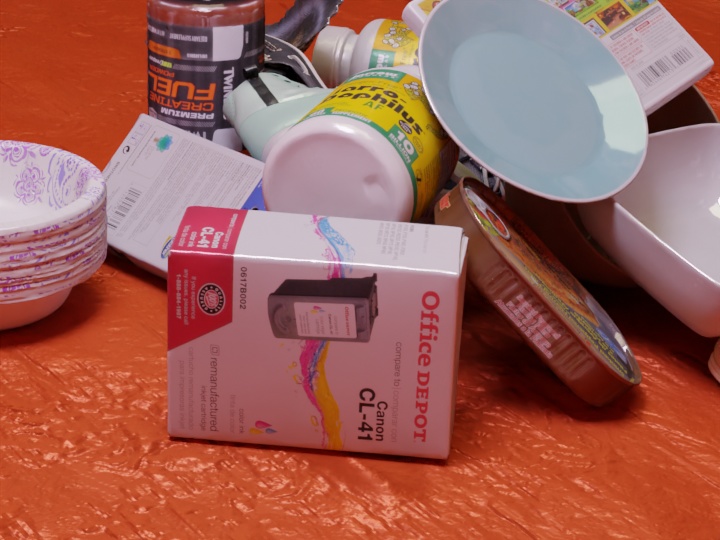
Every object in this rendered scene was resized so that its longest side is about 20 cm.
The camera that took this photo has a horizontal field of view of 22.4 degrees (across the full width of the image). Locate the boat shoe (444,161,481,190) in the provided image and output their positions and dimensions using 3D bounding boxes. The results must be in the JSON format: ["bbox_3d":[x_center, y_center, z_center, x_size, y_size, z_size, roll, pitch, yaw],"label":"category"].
[{"bbox_3d":[0.063,-0.065,1.566,0.199,0.066,0.075,34,16,-43],"label":"boat shoe"}]

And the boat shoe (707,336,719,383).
[{"bbox_3d":[0.340,0.075,1.326,0.073,0.070,0.200,-17,29,-37],"label":"boat shoe"}]

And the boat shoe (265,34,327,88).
[{"bbox_3d":[-0.076,-0.166,1.682,0.200,0.074,0.060,49,12,33],"label":"boat shoe"}]

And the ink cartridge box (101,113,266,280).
[{"bbox_3d":[-0.144,-0.050,1.514,0.199,0.042,0.120,22,74,41],"label":"ink cartridge box"}]

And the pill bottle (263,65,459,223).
[{"bbox_3d":[0.011,-0.088,1.375,0.112,0.113,0.200,10,24,16],"label":"pill bottle"}]

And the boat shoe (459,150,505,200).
[{"bbox_3d":[0.124,-0.089,1.675,0.092,0.075,0.200,6,21,27],"label":"boat shoe"}]

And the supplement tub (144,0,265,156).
[{"bbox_3d":[-0.138,-0.152,1.629,0.106,0.201,0.107,1,21,0],"label":"supplement tub"}]

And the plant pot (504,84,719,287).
[{"bbox_3d":[0.199,-0.073,1.546,0.199,0.201,0.134,-13,-6,-34],"label":"plant pot"}]

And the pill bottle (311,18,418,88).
[{"bbox_3d":[0.054,-0.200,1.882,0.199,0.113,0.113,10,24,13],"label":"pill bottle"}]

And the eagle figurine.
[{"bbox_3d":[-0.087,-0.187,1.801,0.199,0.152,0.152,-11,51,15],"label":"eagle figurine"}]

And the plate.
[{"bbox_3d":[0.128,-0.130,1.386,0.199,0.026,0.201,14,53,-20],"label":"plate"}]

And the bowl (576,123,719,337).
[{"bbox_3d":[0.279,-0.024,1.417,0.199,0.075,0.200,-16,44,-36],"label":"bowl"}]

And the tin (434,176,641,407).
[{"bbox_3d":[0.128,0.017,1.327,0.200,0.042,0.112,47,14,-11],"label":"tin"}]

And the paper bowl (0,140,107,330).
[{"bbox_3d":[-0.299,-0.023,1.429,0.199,0.105,0.201,3,23,-1],"label":"paper bowl"}]

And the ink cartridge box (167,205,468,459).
[{"bbox_3d":[-0.030,0.042,1.256,0.199,0.148,0.086,5,24,5],"label":"ink cartridge box"}]

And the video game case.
[{"bbox_3d":[0.161,-0.185,1.469,0.200,0.023,0.182,-34,77,-29],"label":"video game case"}]

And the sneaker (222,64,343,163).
[{"bbox_3d":[-0.021,-0.148,1.581,0.200,0.074,0.118,-17,44,-29],"label":"sneaker"}]

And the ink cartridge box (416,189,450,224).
[{"bbox_3d":[0.000,0.000,1.438,0.146,0.086,0.200,6,25,8],"label":"ink cartridge box"}]
